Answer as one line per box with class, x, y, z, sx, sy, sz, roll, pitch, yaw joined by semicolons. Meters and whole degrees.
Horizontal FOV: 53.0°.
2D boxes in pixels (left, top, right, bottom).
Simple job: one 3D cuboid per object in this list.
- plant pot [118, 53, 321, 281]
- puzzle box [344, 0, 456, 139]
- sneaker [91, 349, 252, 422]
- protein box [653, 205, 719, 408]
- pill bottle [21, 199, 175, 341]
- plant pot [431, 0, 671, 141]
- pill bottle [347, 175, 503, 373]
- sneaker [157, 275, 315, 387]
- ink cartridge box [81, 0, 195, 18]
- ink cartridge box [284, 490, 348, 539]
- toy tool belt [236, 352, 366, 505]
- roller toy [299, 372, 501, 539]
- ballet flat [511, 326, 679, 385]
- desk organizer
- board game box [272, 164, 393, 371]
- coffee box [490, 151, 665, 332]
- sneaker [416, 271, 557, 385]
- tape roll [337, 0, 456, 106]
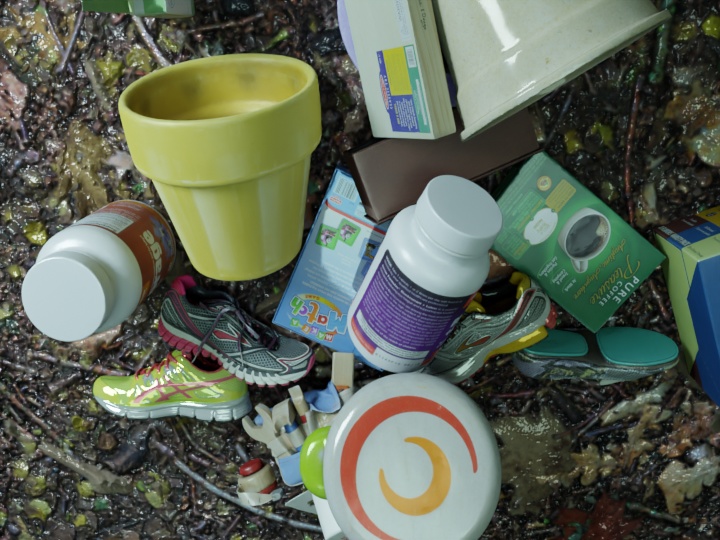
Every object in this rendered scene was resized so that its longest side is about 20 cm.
plant pot;-0.133;-0.103;0.759;0.196;0.202;0.192;-3;122;3
puzzle box;0.026;-0.221;0.655;0.025;0.133;0.204;-19;108;-19
sneaker;-0.231;0.132;0.893;0.195;0.078;0.093;1;99;-4
protein box;0.463;0.027;0.795;0.196;0.135;0.202;-19;105;8
pill bottle;-0.279;-0.002;0.782;0.109;0.200;0.115;1;108;2
plant pot;0.131;-0.244;0.624;0.198;0.200;0.186;-29;93;10
pill bottle;0.066;0.005;0.742;0.109;0.113;0.202;22;134;-4
sneaker;-0.146;0.074;0.851;0.196;0.081;0.076;20;114;3
ink cartridge box;-0.211;-0.319;0.683;0.047;0.200;0.149;-1;108;2
ink cartridge box;0.018;0.284;0.896;0.198;0.068;0.117;-30;148;11
toy tool belt;-0.076;0.187;0.877;0.197;0.125;0.125;-24;92;7
roller toy;0.055;0.205;0.758;0.200;0.140;0.183;44;85;9
ballet flat;0.277;0.105;0.871;0.195;0.072;0.074;3;107;1
desk organizer;0.086;-0.127;0.775;0.197;0.072;0.078;-24;104;-5
board game box;0.000;0.000;0.857;0.149;0.037;0.203;24;106;-5
coffee box;0.236;-0.036;0.833;0.198;0.044;0.124;36;106;-8
sneaker;0.125;0.066;0.843;0.198;0.078;0.083;-31;118;10
tape roll;0.074;-0.274;0.747;0.195;0.085;0.205;1;106;2
